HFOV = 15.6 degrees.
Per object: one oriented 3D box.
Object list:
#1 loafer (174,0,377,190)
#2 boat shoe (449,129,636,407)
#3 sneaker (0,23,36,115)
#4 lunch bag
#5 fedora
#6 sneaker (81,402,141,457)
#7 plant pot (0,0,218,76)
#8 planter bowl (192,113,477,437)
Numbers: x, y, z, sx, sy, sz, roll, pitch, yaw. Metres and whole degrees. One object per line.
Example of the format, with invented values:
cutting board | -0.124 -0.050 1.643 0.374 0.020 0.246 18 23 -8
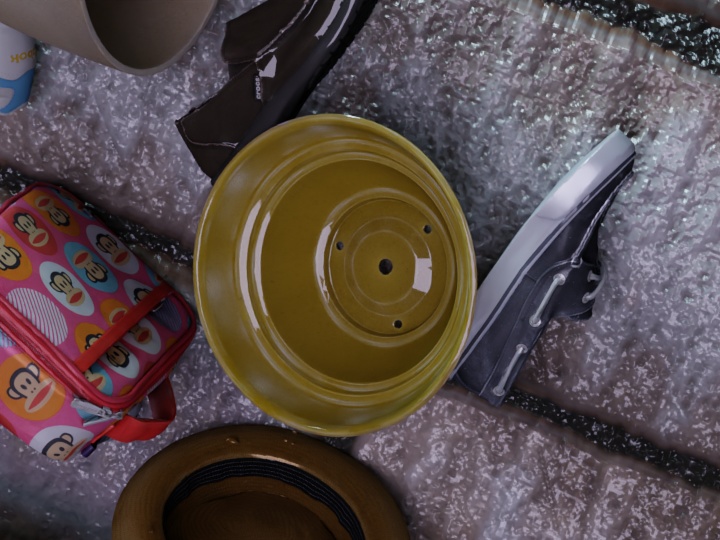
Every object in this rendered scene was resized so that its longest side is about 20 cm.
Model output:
loafer | -0.055 -0.140 1.659 0.071 0.073 0.200 37 109 2
boat shoe | 0.123 0.003 1.648 0.068 0.072 0.200 38 112 5
sneaker | -0.310 -0.143 1.727 0.199 0.077 0.081 3 108 17
lunch bag | -0.188 0.040 1.672 0.176 0.200 0.082 44 111 -2
fedora | -0.065 0.193 1.711 0.200 0.201 0.082 18 138 10
sneaker | -0.241 0.051 1.747 0.200 0.088 0.075 31 109 6
plant pot | -0.207 -0.231 1.639 0.199 0.187 0.188 13 107 26
planter bowl | 0.000 0.000 1.658 0.200 0.083 0.201 3 96 28
